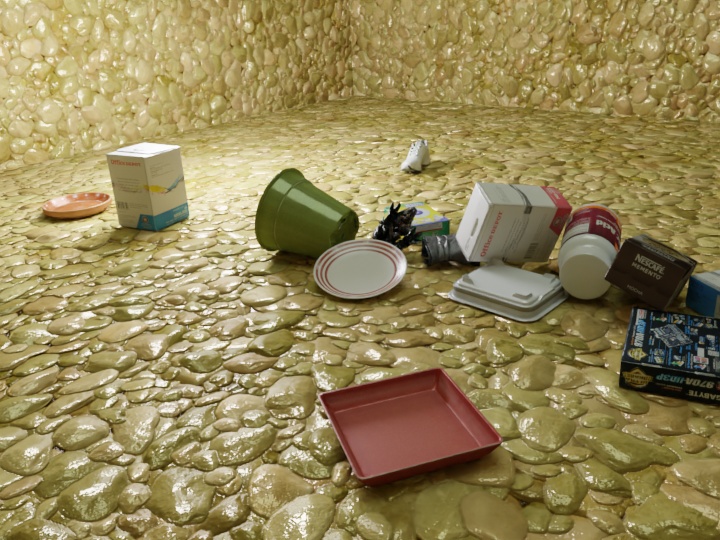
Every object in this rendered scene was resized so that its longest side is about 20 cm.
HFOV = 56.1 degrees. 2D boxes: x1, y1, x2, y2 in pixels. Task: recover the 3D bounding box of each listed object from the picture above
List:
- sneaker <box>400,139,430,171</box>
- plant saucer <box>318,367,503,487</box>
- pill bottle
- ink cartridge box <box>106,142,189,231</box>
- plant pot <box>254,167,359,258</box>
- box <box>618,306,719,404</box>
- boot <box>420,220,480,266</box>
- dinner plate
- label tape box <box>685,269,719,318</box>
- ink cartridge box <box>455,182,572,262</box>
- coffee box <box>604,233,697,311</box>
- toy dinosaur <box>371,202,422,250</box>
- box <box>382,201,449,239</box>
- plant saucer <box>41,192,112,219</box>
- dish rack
[{"bbox_3d":[0.183,-0.386,2.282,0.073,0.089,0.200,7,25,18],"label":"sneaker"},{"bbox_3d":[0.060,0.210,0.908,0.195,0.038,0.200,-9,23,-16],"label":"plant saucer"},{"bbox_3d":[0.447,-0.039,1.319,0.111,0.117,0.201,6,32,21],"label":"pill bottle"},{"bbox_3d":[-0.579,-0.233,1.854,0.144,0.205,0.144,9,25,27],"label":"ink cartridge box"},{"bbox_3d":[-0.109,-0.106,1.543,0.187,0.204,0.199,24,32,25],"label":"plant pot"},{"bbox_3d":[0.491,0.125,1.043,0.155,0.047,0.200,7,24,24],"label":"box"},{"bbox_3d":[0.199,-0.070,1.527,0.128,0.072,0.201,0,21,4],"label":"boot"},{"bbox_3d":[0.000,0.000,1.402,0.195,0.025,0.202,-5,39,4],"label":"dinner plate"},{"bbox_3d":[0.703,0.046,1.187,0.195,0.065,0.144,-9,23,-14],"label":"label tape box"},{"bbox_3d":[0.314,-0.097,1.401,0.195,0.148,0.086,-1,40,-22],"label":"ink cartridge box"},{"bbox_3d":[0.521,-0.002,1.204,0.112,0.081,0.199,32,21,24],"label":"coffee box"},{"bbox_3d":[0.070,-0.076,1.542,0.101,0.203,0.135,30,-22,-15],"label":"toy dinosaur"},{"bbox_3d":[0.136,-0.128,1.711,0.115,0.050,0.200,-10,22,-16],"label":"box"},{"bbox_3d":[-0.844,-0.193,2.020,0.195,0.033,0.201,-3,23,1],"label":"plant saucer"},{"bbox_3d":[0.286,0.030,1.310,0.197,0.045,0.170,18,30,40],"label":"dish rack"}]
